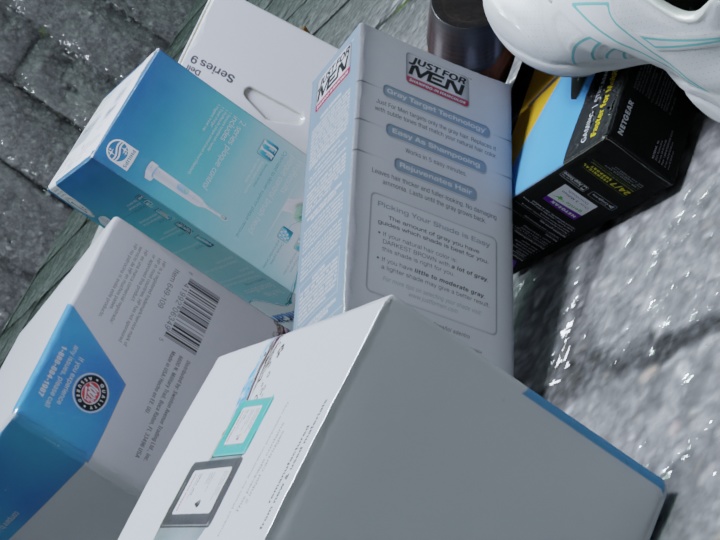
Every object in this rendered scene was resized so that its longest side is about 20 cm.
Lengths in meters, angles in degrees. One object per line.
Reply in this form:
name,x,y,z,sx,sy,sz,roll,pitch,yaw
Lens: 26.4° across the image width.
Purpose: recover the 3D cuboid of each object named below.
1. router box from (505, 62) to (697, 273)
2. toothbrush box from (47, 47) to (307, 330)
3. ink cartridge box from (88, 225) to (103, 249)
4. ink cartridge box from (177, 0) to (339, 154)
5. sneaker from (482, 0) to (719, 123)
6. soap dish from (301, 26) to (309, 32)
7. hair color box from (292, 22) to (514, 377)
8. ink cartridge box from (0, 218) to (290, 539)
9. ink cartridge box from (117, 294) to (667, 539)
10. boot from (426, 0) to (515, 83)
router box,0.138,-0.110,0.865,0.149,0.051,0.201,-34,28,56
toothbrush box,-0.090,-0.041,1.008,0.086,0.199,0.146,-59,15,-17
ink cartridge box,-0.157,-0.026,1.404,0.147,0.144,0.201,-46,18,32
ink cartridge box,-0.070,-0.103,1.104,0.085,0.145,0.200,-67,8,-17
sneaker,0.132,-0.134,0.742,0.199,0.080,0.071,23,69,45
soap dish,-0.115,-0.146,1.636,0.200,0.081,0.158,-45,19,34
hair color box,0.024,-0.022,0.804,0.061,0.098,0.202,-43,35,48
ink cartridge box,-0.110,0.107,0.872,0.146,0.199,0.148,-42,20,44
ink cartridge box,-0.003,0.122,0.653,0.147,0.146,0.200,-62,16,-20
boot,0.088,-0.148,0.954,0.201,0.068,0.190,85,-163,-58
